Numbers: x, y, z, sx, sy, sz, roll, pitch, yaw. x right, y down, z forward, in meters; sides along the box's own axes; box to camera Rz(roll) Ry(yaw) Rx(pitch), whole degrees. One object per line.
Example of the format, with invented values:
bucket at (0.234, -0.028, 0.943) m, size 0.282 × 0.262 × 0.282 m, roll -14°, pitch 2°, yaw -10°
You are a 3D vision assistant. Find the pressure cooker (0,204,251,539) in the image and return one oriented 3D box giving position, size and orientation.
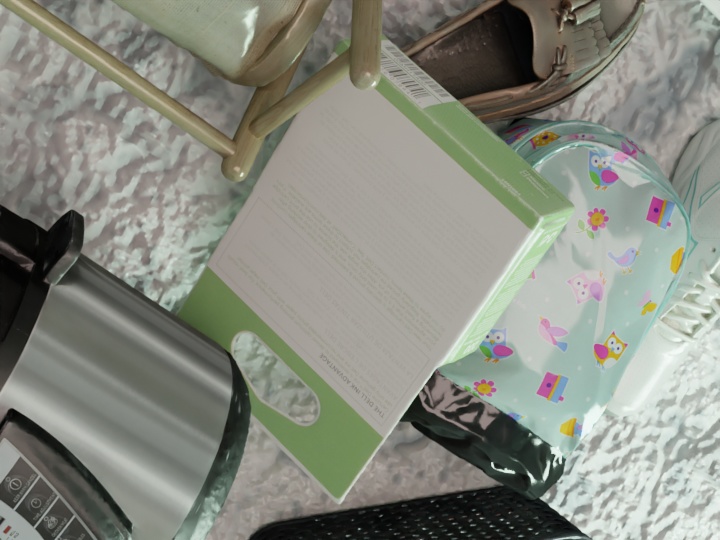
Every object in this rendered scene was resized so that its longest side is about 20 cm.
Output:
pressure cooker at (-0.178, 0.071, 0.869) m, size 0.199 × 0.178 × 0.177 m, roll 36°, pitch 66°, yaw -24°

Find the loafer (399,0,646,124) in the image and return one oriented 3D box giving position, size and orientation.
loafer at (0.079, -0.120, 0.971) m, size 0.198 × 0.063 × 0.072 m, roll -26°, pitch 85°, yaw -12°

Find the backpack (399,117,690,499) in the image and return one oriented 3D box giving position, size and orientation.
backpack at (0.097, 0.013, 0.982) m, size 0.166 × 0.126 × 0.201 m, roll 32°, pitch 88°, yaw -21°

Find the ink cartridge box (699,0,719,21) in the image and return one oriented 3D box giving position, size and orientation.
ink cartridge box at (0.295, -0.153, 1.034) m, size 0.199 × 0.068 × 0.117 m, roll 37°, pitch 107°, yaw -23°

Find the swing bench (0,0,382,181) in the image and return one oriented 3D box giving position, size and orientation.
swing bench at (-0.078, -0.192, 0.854) m, size 0.198 × 0.129 × 0.202 m, roll 34°, pitch 50°, yaw -25°

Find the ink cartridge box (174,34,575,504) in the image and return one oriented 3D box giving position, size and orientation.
ink cartridge box at (0.000, 0.000, 0.914) m, size 0.048 × 0.145 × 0.201 m, roll -18°, pitch 146°, yaw -57°

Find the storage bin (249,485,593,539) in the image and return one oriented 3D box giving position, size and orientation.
storage bin at (0.037, 0.216, 1.023) m, size 0.198 × 0.094 × 0.137 m, roll -6°, pitch 104°, yaw -18°

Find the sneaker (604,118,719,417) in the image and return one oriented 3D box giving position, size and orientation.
sneaker at (0.198, 0.000, 1.043) m, size 0.070 × 0.080 × 0.202 m, roll 28°, pitch 93°, yaw -25°
